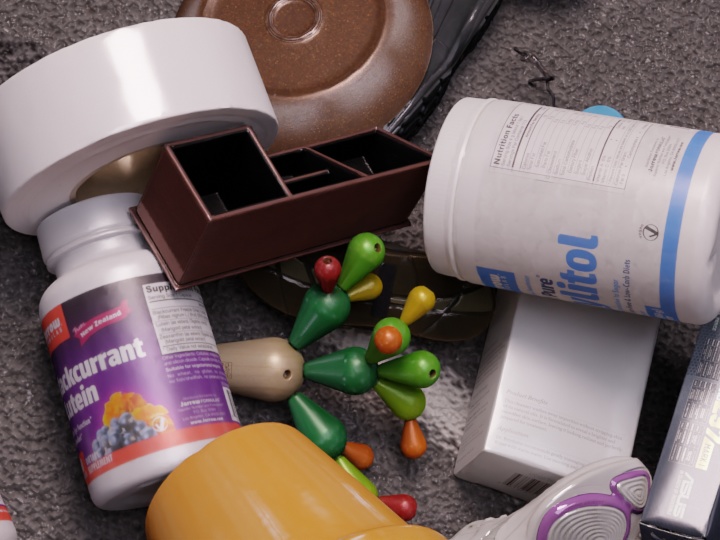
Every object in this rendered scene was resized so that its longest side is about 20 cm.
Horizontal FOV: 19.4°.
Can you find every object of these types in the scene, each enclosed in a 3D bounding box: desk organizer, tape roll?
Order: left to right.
[{"bbox_3d":[-0.161,-0.095,1.442,0.202,0.202,0.071,-17,76,-19],"label":"tape roll"},{"bbox_3d":[-0.048,-0.058,1.437,0.200,0.077,0.072,-16,63,-33],"label":"desk organizer"}]

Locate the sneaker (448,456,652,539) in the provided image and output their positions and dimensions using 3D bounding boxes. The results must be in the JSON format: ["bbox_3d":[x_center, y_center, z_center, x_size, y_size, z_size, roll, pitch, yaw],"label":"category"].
[{"bbox_3d":[0.109,0.185,1.450,0.200,0.100,0.075,-36,117,-2],"label":"sneaker"}]

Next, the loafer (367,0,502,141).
[{"bbox_3d":[0.041,-0.166,1.594,0.070,0.068,0.201,30,61,6],"label":"loafer"}]

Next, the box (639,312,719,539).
[{"bbox_3d":[0.251,0.125,1.492,0.051,0.158,0.200,13,65,18],"label":"box"}]

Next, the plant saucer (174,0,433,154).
[{"bbox_3d":[-0.047,-0.178,1.551,0.200,0.037,0.201,-3,63,5],"label":"plant saucer"}]

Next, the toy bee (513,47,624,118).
[{"bbox_3d":[0.169,-0.069,1.582,0.131,0.200,0.109,34,94,-37],"label":"toy bee"}]

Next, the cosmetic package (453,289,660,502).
[{"bbox_3d":[0.149,0.066,1.531,0.113,0.081,0.200,20,66,-7],"label":"cosmetic package"}]

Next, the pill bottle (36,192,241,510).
[{"bbox_3d":[-0.156,0.054,1.438,0.111,0.111,0.200,-13,75,-18],"label":"pill bottle"}]

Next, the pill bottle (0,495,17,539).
[{"bbox_3d":[-0.311,0.116,1.375,0.112,0.112,0.200,-22,77,-20],"label":"pill bottle"}]

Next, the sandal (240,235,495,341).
[{"bbox_3d":[0.000,0.000,1.525,0.199,0.055,0.082,12,99,-11],"label":"sandal"}]

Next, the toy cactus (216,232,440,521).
[{"bbox_3d":[-0.027,0.076,1.467,0.165,0.102,0.201,2,107,12],"label":"toy cactus"}]

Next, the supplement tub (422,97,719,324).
[{"bbox_3d":[0.156,-0.042,1.442,0.200,0.132,0.132,10,66,20],"label":"supplement tub"}]

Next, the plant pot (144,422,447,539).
[{"bbox_3d":[-0.043,0.204,1.354,0.200,0.200,0.183,-24,54,-21],"label":"plant pot"}]
